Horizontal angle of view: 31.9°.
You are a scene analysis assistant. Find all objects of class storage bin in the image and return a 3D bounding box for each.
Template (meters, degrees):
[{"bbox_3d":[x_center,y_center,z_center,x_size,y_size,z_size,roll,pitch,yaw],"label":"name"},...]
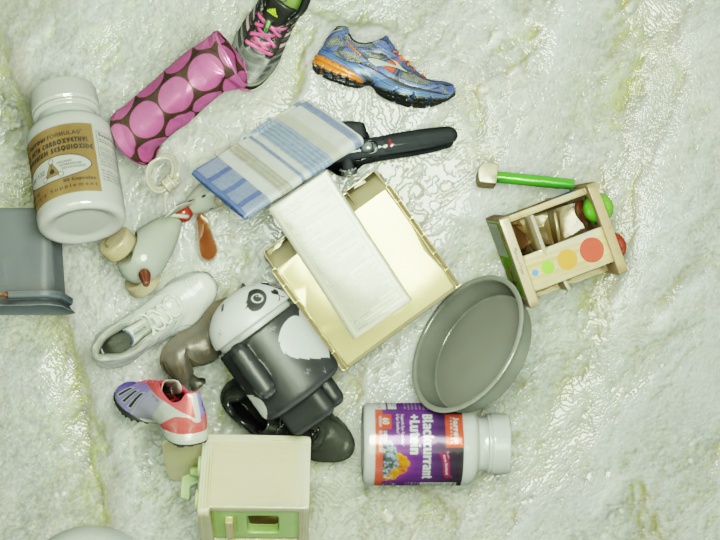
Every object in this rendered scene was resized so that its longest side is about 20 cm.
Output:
[{"bbox_3d":[-0.488,-0.013,1.675,0.198,0.146,0.135,-1,82,-2],"label":"storage bin"},{"bbox_3d":[0.000,0.000,1.707,0.199,0.094,0.199,-36,92,0],"label":"storage bin"}]

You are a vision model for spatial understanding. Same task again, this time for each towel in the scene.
[{"bbox_3d":[-0.108,-0.148,1.659,0.199,0.147,0.024,-35,134,-19],"label":"towel"}]

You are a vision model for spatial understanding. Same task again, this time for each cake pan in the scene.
[{"bbox_3d":[0.151,0.103,1.677,0.037,0.200,0.201,32,92,-32],"label":"cake pan"}]

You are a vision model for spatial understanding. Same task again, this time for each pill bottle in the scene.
[{"bbox_3d":[-0.377,-0.147,1.651,0.113,0.114,0.201,-13,67,-1],"label":"pill bottle"},{"bbox_3d":[0.101,0.236,1.711,0.198,0.111,0.112,0,93,-2],"label":"pill bottle"}]

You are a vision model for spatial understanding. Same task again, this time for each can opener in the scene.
[{"bbox_3d":[0.034,-0.170,1.714,0.198,0.063,0.079,-6,92,-1],"label":"can opener"}]

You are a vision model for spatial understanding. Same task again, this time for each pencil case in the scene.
[{"bbox_3d":[-0.236,-0.226,1.670,0.199,0.091,0.094,-35,138,15],"label":"pencil case"}]

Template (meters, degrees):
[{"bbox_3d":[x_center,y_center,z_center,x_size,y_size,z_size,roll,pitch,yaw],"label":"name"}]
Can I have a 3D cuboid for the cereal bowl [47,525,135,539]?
[{"bbox_3d":[-0.373,0.454,1.720,0.198,0.083,0.202,0,92,-2],"label":"cereal bowl"}]

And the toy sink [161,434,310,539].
[{"bbox_3d":[-0.166,0.296,1.676,0.198,0.131,0.113,2,57,-3],"label":"toy sink"}]

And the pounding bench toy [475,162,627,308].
[{"bbox_3d":[0.257,-0.073,1.695,0.155,0.124,0.201,-21,93,-1],"label":"pounding bench toy"}]

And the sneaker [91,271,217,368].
[{"bbox_3d":[-0.277,0.072,1.704,0.199,0.087,0.075,-36,92,-1],"label":"sneaker"}]

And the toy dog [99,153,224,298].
[{"bbox_3d":[-0.254,-0.044,1.685,0.132,0.096,0.201,29,97,-39],"label":"toy dog"}]

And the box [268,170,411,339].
[{"bbox_3d":[-0.026,-0.021,1.619,0.095,0.078,0.201,-32,93,0],"label":"box"}]

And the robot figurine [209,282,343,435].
[{"bbox_3d":[-0.107,0.111,1.635,0.125,0.150,0.201,-36,91,-16],"label":"robot figurine"}]

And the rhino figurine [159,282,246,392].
[{"bbox_3d":[-0.187,0.087,1.711,0.200,0.060,0.088,-41,112,-14],"label":"rhino figurine"}]

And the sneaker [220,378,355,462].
[{"bbox_3d":[-0.102,0.214,1.713,0.199,0.091,0.076,22,95,-4],"label":"sneaker"}]

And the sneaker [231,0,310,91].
[{"bbox_3d":[-0.120,-0.336,1.689,0.073,0.087,0.201,30,92,-3],"label":"sneaker"}]

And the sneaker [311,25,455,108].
[{"bbox_3d":[0.037,-0.277,1.707,0.199,0.075,0.079,19,89,-4],"label":"sneaker"}]

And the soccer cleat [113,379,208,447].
[{"bbox_3d":[-0.264,0.170,1.666,0.068,0.199,0.074,-9,107,-36],"label":"soccer cleat"}]
